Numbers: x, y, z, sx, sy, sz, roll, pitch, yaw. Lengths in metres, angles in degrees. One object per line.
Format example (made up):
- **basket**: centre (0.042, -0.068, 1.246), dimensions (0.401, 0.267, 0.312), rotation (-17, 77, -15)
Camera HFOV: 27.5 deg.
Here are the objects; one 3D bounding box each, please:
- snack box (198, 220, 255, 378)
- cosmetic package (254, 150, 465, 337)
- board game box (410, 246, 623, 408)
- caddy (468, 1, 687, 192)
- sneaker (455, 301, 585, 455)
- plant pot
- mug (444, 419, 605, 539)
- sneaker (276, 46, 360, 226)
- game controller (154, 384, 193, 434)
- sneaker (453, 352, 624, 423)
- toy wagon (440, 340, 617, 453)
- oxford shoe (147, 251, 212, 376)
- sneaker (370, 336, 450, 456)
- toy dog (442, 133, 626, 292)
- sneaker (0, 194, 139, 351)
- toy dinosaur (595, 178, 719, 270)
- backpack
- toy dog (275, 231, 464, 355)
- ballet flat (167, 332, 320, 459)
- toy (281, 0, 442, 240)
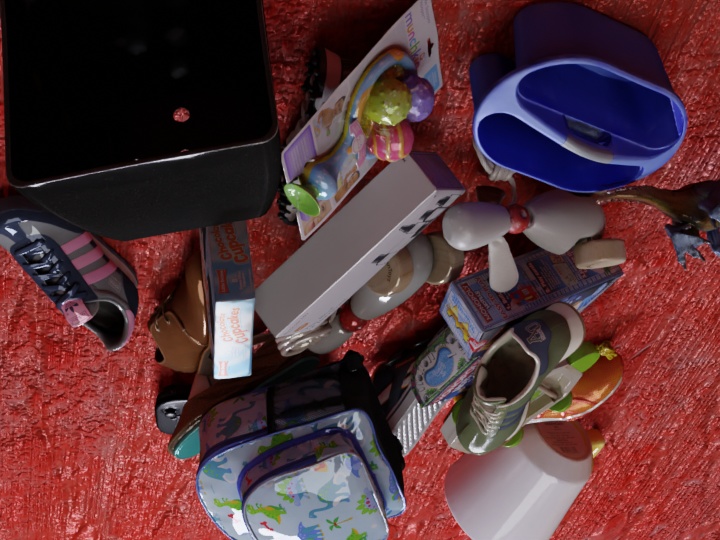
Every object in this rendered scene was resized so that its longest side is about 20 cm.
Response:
- **snack box**: centre (-0.120, -0.021, 1.280), dimensions (0.037, 0.201, 0.117), rotation (-4, 144, -9)
- **cosmetic package**: centre (-0.003, -0.022, 1.298), dimensions (0.200, 0.051, 0.082), rotation (-42, 165, 19)
- **board game box**: centre (0.133, 0.051, 1.464), dimensions (0.199, 0.062, 0.200), rotation (-10, 151, -49)
- **caddy**: centre (0.186, -0.138, 1.261), dimensions (0.199, 0.106, 0.141), rotation (16, 138, -30)
- **sneaker**: centre (0.131, 0.111, 1.408), dimensions (0.090, 0.067, 0.201), rotation (-18, 149, -47)
- **plant pot**: centre (-0.158, -0.128, 1.151), dimensions (0.198, 0.201, 0.178), rotation (-10, 155, 2)
- **mug**: centre (0.206, 0.231, 1.771), dimensions (0.149, 0.187, 0.154), rotation (34, 125, -1)
- **sneaker**: centre (-0.020, -0.108, 1.294), dimensions (0.090, 0.067, 0.201), rotation (5, 138, -15)
- **game controller**: centre (-0.131, 0.155, 1.652), dimensions (0.198, 0.042, 0.105), rotation (-3, 143, -6)
- **sneaker**: centre (0.201, 0.133, 1.659), dimensions (0.199, 0.073, 0.077), rotation (-19, 144, 14)
- **toy wagon**: centre (0.181, 0.128, 1.562), dimensions (0.199, 0.040, 0.155), rotation (-37, 156, 11)
- **oxford shoe**: centre (-0.178, 0.047, 1.475), dimensions (0.071, 0.072, 0.201), rotation (4, 144, -9)
- **sneaker**: centre (0.067, 0.113, 1.613), dimensions (0.200, 0.079, 0.078), rotation (-48, 140, 9)
- **toy dog**: centre (0.153, -0.044, 1.381), dimensions (0.199, 0.133, 0.096), rotation (19, 157, -25)
- **sneaker**: centre (-0.276, 0.004, 1.385), dimensions (0.070, 0.083, 0.200), rotation (-25, 140, 22)
- **toy dinosaur**: centre (0.333, -0.073, 1.376), dimensions (0.199, 0.182, 0.105), rotation (34, 115, -2)
- **backpack**: centre (-0.066, 0.205, 1.504), dimensions (0.198, 0.148, 0.184), rotation (-15, 128, 9)
- **toy dog**: centre (0.000, 0.000, 1.424), dimensions (0.199, 0.097, 0.132), rotation (-29, 165, 21)
- **ballet flat**: centre (-0.133, 0.119, 1.565), dimensions (0.200, 0.073, 0.068), rotation (-38, 152, 14)
- **toy**: centre (0.017, -0.119, 1.201), dimensions (0.200, 0.047, 0.115), rotation (-47, 151, -22)
